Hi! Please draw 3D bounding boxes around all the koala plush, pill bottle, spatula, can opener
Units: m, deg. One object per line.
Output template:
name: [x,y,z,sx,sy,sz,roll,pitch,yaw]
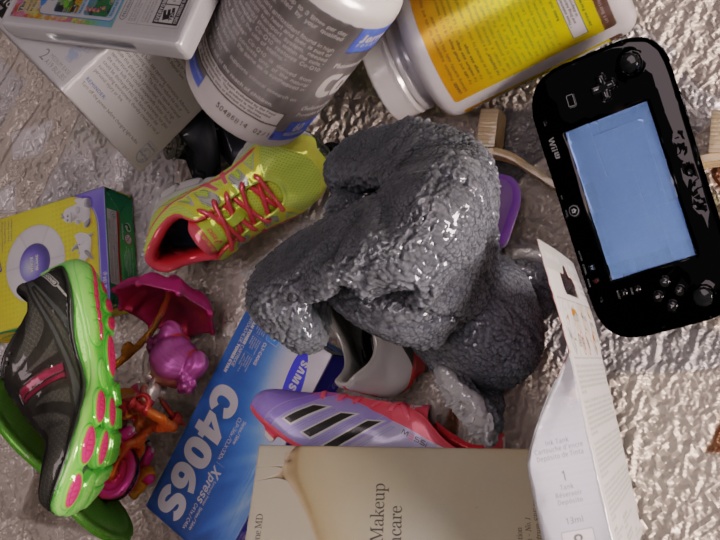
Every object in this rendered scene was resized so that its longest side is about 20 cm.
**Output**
koala plush: [0.059,0.014,0.660,0.182,0.200,0.179,-10,41,52]
pill bottle: [0.101,-0.192,0.730,0.197,0.109,0.111,-23,72,20]
spatula: [0.044,-0.074,0.786,0.198,0.020,0.057,23,95,28]
pill bottle: [-0.038,-0.194,0.696,0.200,0.112,0.115,-43,63,42]
can opener: [-0.165,-0.166,0.892,0.202,0.077,0.064,61,144,25]

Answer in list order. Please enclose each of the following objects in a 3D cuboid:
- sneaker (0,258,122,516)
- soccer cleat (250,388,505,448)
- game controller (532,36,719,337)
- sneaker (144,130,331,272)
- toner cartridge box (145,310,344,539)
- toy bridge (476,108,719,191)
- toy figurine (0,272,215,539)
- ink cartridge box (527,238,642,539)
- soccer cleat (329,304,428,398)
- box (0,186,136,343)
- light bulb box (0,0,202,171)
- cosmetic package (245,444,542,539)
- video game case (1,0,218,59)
sneaker: [-0.232,0.091,0.733,0.082,0.077,0.203,-11,61,3]
soccer cleat: [0.013,0.123,0.724,0.197,0.067,0.078,23,94,9]
game controller: [0.192,-0.056,0.674,0.103,0.042,0.204,-18,89,23]
sneaker: [-0.105,-0.049,0.806,0.198,0.079,0.091,-26,26,28]
toner cartridge box: [-0.095,0.138,0.804,0.094,0.043,0.203,29,94,26]
toy bridge: [0.177,-0.086,0.720,0.196,0.027,0.069,4,84,25]
toy figurine: [-0.194,0.093,0.810,0.184,0.150,0.200,-47,51,1]
ink cartridge box: [0.135,0.091,0.625,0.046,0.160,0.204,-16,80,19]
soccer cleat: [0.000,0.000,0.752,0.068,0.084,0.204,-21,73,45]
box: [-0.312,-0.001,0.933,0.197,0.048,0.120,-14,74,25]
light bulb box: [-0.200,-0.235,0.824,0.200,0.125,0.198,-46,60,-6]
cosmetic package: [0.026,0.179,0.633,0.196,0.074,0.105,0,45,3]
video game case: [-0.166,-0.260,0.734,0.179,0.024,0.203,12,72,27]
